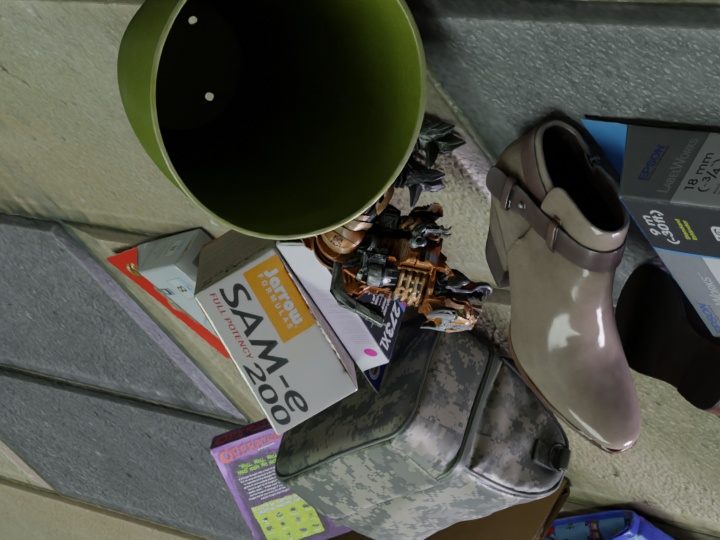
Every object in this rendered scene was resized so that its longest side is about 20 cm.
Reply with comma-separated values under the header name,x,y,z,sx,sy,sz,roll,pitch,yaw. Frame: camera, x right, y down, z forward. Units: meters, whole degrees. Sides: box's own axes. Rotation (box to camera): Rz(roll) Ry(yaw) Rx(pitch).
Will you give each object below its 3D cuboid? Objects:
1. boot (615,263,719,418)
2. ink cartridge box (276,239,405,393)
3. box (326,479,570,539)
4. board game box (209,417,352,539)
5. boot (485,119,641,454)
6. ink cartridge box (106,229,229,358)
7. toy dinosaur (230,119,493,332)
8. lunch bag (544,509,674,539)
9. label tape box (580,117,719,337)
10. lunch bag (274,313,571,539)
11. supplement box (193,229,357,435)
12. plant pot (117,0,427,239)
name,x,y,z,sx,sy,sz,roll,pitch,yaw
boot,0.284,0.077,1.607,0.199,0.064,0.187,19,-160,-26
ink cartridge box,0.000,0.000,1.777,0.037,0.095,0.200,2,146,25
box,0.062,0.219,2.074,0.199,0.164,0.021,19,152,30
board game box,-0.016,0.166,2.042,0.199,0.032,0.120,-19,115,13
boot,0.142,0.006,1.542,0.200,0.070,0.146,57,152,18
ink cartridge box,-0.140,0.039,2.123,0.160,0.047,0.200,40,155,-20
toy dinosaur,0.006,-0.040,1.631,0.200,0.136,0.102,39,158,-17
lunch bag,0.247,0.276,2.074,0.150,0.094,0.200,39,145,-13
label tape box,0.230,-0.019,1.468,0.199,0.063,0.144,9,148,45
lunch bag,0.052,0.141,1.911,0.168,0.140,0.200,38,143,-23
supplement box,-0.066,0.034,1.813,0.126,0.073,0.200,59,-177,-10
plant pot,-0.082,-0.128,1.550,0.187,0.187,0.200,43,171,-25
